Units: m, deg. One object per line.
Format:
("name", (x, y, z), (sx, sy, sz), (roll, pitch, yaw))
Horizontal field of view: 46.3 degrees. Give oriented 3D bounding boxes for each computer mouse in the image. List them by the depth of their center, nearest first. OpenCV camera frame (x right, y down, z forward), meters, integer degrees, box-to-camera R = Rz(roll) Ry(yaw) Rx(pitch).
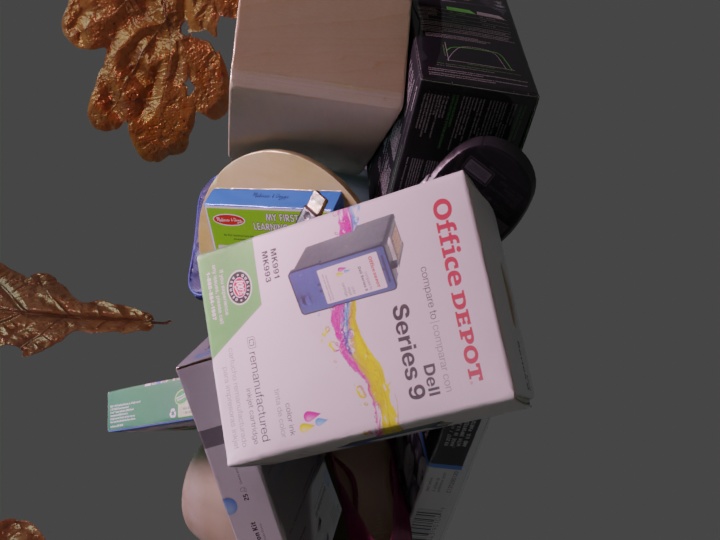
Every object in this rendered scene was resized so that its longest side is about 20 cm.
("computer mouse", (0.030, -0.036, 0.632), (0.202, 0.139, 0.046), (-57, 7, 28))

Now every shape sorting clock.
("shape sorting clock", (-0.060, -0.004, 0.725), (0.039, 0.197, 0.203), (-38, -31, -50))

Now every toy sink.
("toy sink", (-0.041, -0.164, 0.700), (0.200, 0.127, 0.115), (136, 139, -79))

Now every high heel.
("high heel", (0.000, 0.155, 0.708), (0.097, 0.066, 0.203), (90, 173, -57))

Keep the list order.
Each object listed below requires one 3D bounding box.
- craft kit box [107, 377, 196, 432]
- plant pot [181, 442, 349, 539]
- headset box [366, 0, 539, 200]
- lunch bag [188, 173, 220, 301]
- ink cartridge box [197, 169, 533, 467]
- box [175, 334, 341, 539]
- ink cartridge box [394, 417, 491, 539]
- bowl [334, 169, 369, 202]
("craft kit box", (-0.119, 0.134, 0.862), (0.197, 0.196, 0.050), (-14, 72, 33))
("plant pot", (-0.086, 0.240, 0.882), (0.199, 0.170, 0.205), (-24, -62, -57))
("headset box", (0.064, -0.134, 0.710), (0.202, 0.091, 0.176), (-94, 14, -47))
("lunch bag", (-0.123, -0.019, 1.065), (0.132, 0.133, 0.204), (42, -136, -51))
("ink cartridge box", (0.003, 0.038, 0.563), (0.087, 0.196, 0.148), (29, -132, -69))
("box", (-0.072, 0.141, 0.670), (0.156, 0.040, 0.204), (-59, -48, -75))
("ink cartridge box", (0.058, 0.108, 0.742), (0.202, 0.042, 0.201), (-95, 13, -51))
("bowl", (0.000, 0.000, 0.810), (0.104, 0.198, 0.206), (14, 99, 48))
